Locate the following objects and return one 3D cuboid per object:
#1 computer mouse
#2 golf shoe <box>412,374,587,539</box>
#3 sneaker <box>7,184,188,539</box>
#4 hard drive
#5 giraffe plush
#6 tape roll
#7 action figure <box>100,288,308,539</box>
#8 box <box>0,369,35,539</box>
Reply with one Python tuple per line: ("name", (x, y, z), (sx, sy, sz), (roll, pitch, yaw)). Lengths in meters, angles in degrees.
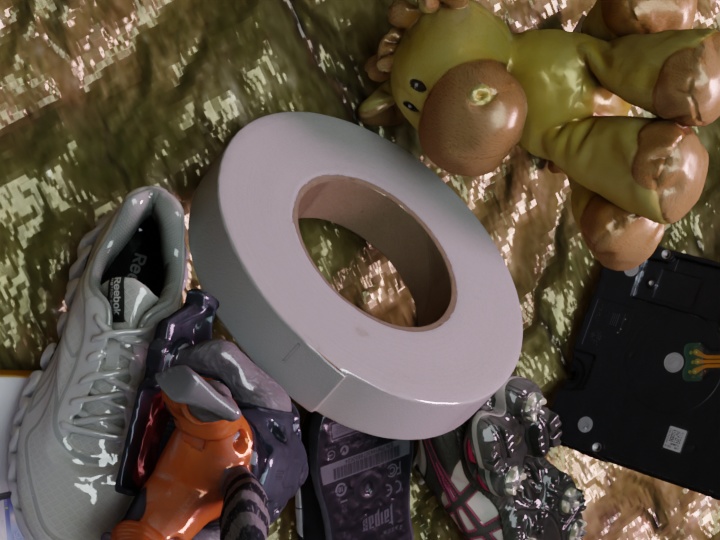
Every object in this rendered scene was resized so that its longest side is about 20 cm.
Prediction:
("computer mouse", (-0.028, 0.159, 0.927), (0.139, 0.046, 0.202), (-21, 114, -29))
("golf shoe", (0.083, 0.133, 0.970), (0.077, 0.088, 0.201), (-43, 134, -32))
("sneaker", (-0.129, 0.049, 0.802), (0.074, 0.081, 0.202), (14, 67, -14))
("hard drive", (0.224, 0.069, 0.971), (0.038, 0.199, 0.141), (31, 77, -54))
("giraffe plush", (0.092, -0.106, 0.905), (0.160, 0.200, 0.174), (5, 115, -22))
("tape roll", (0.000, 0.000, 0.865), (0.201, 0.037, 0.204), (25, 40, -23))
("action figure", (-0.073, 0.118, 0.737), (0.103, 0.193, 0.202), (13, 96, 10))
("box", (-0.176, 0.114, 0.849), (0.198, 0.041, 0.121), (5, 91, -25))
